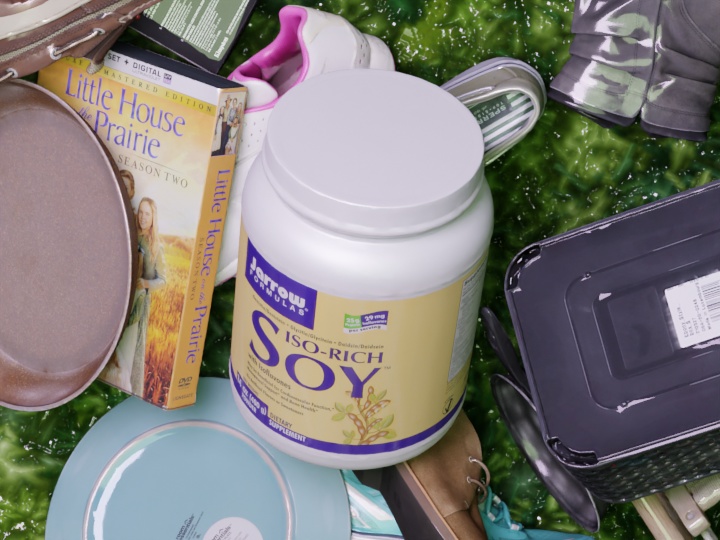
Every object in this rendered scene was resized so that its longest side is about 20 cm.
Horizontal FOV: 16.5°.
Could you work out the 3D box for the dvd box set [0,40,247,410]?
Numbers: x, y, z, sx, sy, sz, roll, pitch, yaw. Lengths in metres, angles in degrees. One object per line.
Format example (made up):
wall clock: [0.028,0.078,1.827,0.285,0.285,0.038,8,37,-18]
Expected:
dvd box set: [-0.145,-0.033,1.500,0.146,0.029,0.201,22,109,32]

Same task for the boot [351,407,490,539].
boot: [0.055,0.136,1.505,0.075,0.074,0.201,-24,68,-22]

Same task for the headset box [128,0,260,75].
headset box: [-0.135,-0.232,1.487,0.199,0.077,0.149,29,100,-3]

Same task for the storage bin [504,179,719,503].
storage bin: [0.195,0.035,1.399,0.199,0.094,0.136,-19,67,13]

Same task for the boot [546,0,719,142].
boot: [0.138,-0.160,1.497,0.199,0.070,0.132,23,98,-2]

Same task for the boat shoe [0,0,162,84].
boat shoe: [-0.162,-0.153,1.439,0.201,0.075,0.075,-18,127,6]

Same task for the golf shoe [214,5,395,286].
golf shoe: [-0.069,-0.076,1.502,0.200,0.075,0.091,-51,136,4]

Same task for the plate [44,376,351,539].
plate: [-0.105,0.162,1.540,0.199,0.026,0.202,-3,74,12]

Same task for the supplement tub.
supplement tub: [0.000,0.000,1.437,0.144,0.146,0.201,6,132,0]

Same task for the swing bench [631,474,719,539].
swing bench: [0.266,0.117,1.476,0.198,0.130,0.201,-34,66,8]

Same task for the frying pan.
frying pan: [0.102,0.078,1.513,0.031,0.115,0.191,-32,114,-11]

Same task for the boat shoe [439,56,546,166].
boat shoe: [0.024,-0.066,1.521,0.200,0.062,0.072,-35,98,8]

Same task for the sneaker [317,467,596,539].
sneaker: [0.057,0.156,1.558,0.199,0.078,0.080,13,88,-3]

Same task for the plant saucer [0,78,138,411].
plant saucer: [-0.201,-0.016,1.505,0.199,0.032,0.202,6,100,38]
